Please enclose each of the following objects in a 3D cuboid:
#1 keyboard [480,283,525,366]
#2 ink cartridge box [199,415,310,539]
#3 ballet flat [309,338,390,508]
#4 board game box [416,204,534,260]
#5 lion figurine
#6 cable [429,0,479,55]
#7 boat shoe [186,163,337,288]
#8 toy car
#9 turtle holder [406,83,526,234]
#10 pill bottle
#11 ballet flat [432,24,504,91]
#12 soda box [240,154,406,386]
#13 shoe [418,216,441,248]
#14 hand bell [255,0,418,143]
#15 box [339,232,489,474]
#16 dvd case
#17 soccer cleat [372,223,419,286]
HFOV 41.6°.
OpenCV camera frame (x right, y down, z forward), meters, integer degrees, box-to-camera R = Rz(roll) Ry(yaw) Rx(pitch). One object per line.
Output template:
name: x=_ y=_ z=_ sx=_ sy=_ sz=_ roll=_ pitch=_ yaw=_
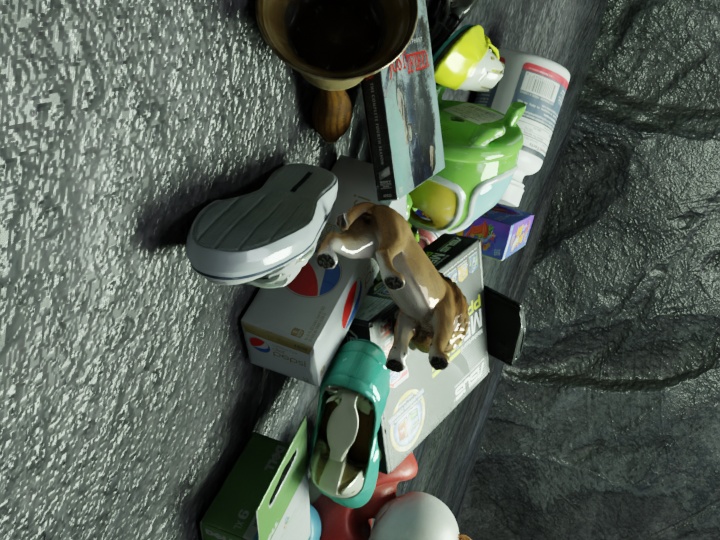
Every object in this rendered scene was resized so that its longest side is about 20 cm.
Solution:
keyboard: x=0.088 y=0.046 z=1.038 sx=0.021 sy=0.200 sz=0.127 roll=-32 pitch=141 yaw=-42
ink cartridge box: x=-0.092 y=0.220 z=0.856 sx=0.200 sy=0.059 sz=0.104 roll=92 pitch=21 yaw=-45
ballet flat: x=-0.018 y=0.152 z=0.833 sx=0.070 sy=0.067 sz=0.200 roll=-54 pitch=157 yaw=-52
board game box: x=0.140 y=-0.063 z=1.218 sx=0.200 sy=0.134 sz=0.045 roll=-21 pitch=127 yaw=-71
lion figurine: x=0.035 y=0.004 z=0.773 sx=0.123 sy=0.072 sz=0.200 roll=-70 pitch=143 yaw=-50
cable: x=0.083 y=-0.269 z=0.999 sx=0.200 sy=0.050 sz=0.097 roll=-54 pitch=177 yaw=-19
boat shoe: x=-0.060 y=-0.019 z=0.666 sx=0.200 sy=0.073 sz=0.067 roll=-43 pitch=146 yaw=-62
toy car: x=0.028 y=0.285 z=1.024 sx=0.177 sy=0.200 sz=0.184 roll=-50 pitch=162 yaw=6
turtle holder: x=0.089 y=-0.103 z=0.963 sx=0.186 sy=0.141 sz=0.132 roll=-72 pitch=173 yaw=-61
pill bottle: x=0.209 y=-0.198 z=1.339 sx=0.120 sy=0.119 sz=0.201 roll=9 pitch=99 yaw=-75
ballet flat: x=0.117 y=-0.217 z=0.983 sx=0.067 sy=0.067 sz=0.200 roll=-50 pitch=-177 yaw=20
soda box: x=-0.026 y=-0.004 z=0.816 sx=0.064 sy=0.068 sz=0.200 roll=87 pitch=26 yaw=-53
shoe: x=0.051 y=0.039 z=1.137 sx=0.091 sy=0.071 sz=0.200 roll=-60 pitch=167 yaw=-55
hand bell: x=-0.021 y=-0.142 z=0.696 sx=0.200 sy=0.104 sz=0.104 roll=103 pitch=9 yaw=-74
box: x=0.056 y=0.074 z=0.922 sx=0.200 sy=0.044 sz=0.161 roll=-34 pitch=125 yaw=-46
dvd case: x=0.032 y=-0.170 z=0.798 sx=0.146 sy=0.022 sz=0.201 roll=-38 pitch=121 yaw=-64
soccer cleat: x=0.000 y=0.000 z=0.948 sx=0.200 sy=0.067 sz=0.081 roll=-42 pitch=162 yaw=-57
